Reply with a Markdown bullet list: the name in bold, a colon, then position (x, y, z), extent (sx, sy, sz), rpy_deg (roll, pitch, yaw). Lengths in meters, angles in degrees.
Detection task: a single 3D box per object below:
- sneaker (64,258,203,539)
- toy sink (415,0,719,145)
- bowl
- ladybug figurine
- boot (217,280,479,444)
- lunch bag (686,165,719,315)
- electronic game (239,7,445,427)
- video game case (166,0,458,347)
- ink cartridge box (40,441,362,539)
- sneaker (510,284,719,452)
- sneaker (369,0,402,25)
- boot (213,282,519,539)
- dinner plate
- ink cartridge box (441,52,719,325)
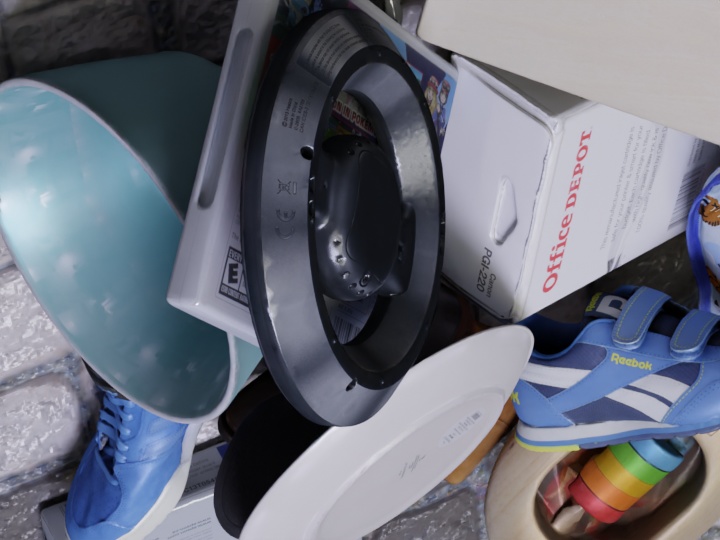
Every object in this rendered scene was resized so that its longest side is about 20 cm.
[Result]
- **sneaker**: position (-0.133, 0.070, 1.485), extent (0.111, 0.077, 0.200), rpy_deg (21, 111, -48)
- **toy sink**: position (0.147, -0.167, 1.349), extent (0.199, 0.112, 0.131), rpy_deg (19, 135, 3)
- **bowl**: position (-0.095, -0.032, 1.356), extent (0.105, 0.201, 0.201), rpy_deg (-34, 142, -30)
- **ladybug figurine**: position (0.161, 0.112, 1.614), extent (0.200, 0.072, 0.136), rpy_deg (-41, 109, 20)
- **boot**: position (0.000, 0.000, 1.517), extent (0.186, 0.064, 0.200), rpy_deg (-26, 142, -29)
- **lunch bag**: position (0.275, -0.049, 1.504), extent (0.170, 0.124, 0.200), rpy_deg (-48, 148, -18)
- **electronic game**: position (-0.008, -0.025, 1.259), extent (0.041, 0.200, 0.200), rpy_deg (1, 144, 24)
- **video game case**: position (-0.019, -0.046, 1.302), extent (0.200, 0.023, 0.183), rpy_deg (30, 71, -59)
- **ink cartridge box**: position (-0.093, 0.191, 1.651), extent (0.199, 0.041, 0.200), rpy_deg (-20, 136, -16)
- **sneaker**: position (0.168, 0.049, 1.493), extent (0.199, 0.083, 0.074), rpy_deg (-11, -169, 28)
- **sneaker**: position (-0.018, -0.149, 1.373), extent (0.090, 0.067, 0.200), rpy_deg (2, 123, -30)
- **boot**: position (0.015, 0.094, 1.542), extent (0.189, 0.068, 0.200), rpy_deg (-56, 154, 0)
- **dinner plate**: position (0.020, 0.102, 1.432), extent (0.200, 0.024, 0.200), rpy_deg (-36, 163, -13)
- **ink cartridge box**: position (0.134, -0.076, 1.479), extent (0.200, 0.085, 0.146), rpy_deg (-28, 142, -38)
